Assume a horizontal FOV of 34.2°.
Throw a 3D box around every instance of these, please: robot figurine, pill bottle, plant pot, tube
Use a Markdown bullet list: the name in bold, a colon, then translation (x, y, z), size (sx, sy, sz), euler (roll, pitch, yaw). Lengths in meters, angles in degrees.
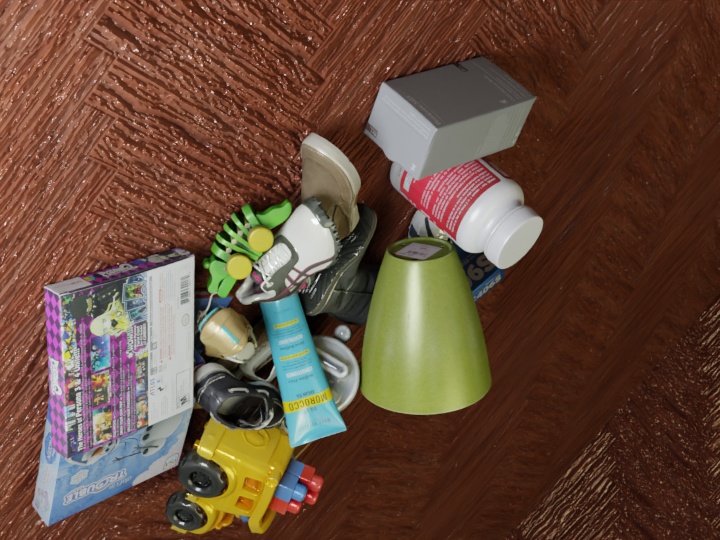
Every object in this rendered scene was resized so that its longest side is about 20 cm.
- **robot figurine**: translation (-0.058, 0.151, 1.660), size (0.170, 0.113, 0.200), euler (-56, 178, -8)
- **pill bottle**: translation (0.141, -0.097, 1.546), size (0.112, 0.200, 0.113), euler (-34, 151, -22)
- **plant pot**: translation (0.086, 0.064, 1.605), size (0.186, 0.186, 0.202), euler (-23, 120, -39)
- **tube**: translation (-0.081, 0.128, 1.534), size (0.077, 0.201, 0.050), euler (-16, -169, 0)

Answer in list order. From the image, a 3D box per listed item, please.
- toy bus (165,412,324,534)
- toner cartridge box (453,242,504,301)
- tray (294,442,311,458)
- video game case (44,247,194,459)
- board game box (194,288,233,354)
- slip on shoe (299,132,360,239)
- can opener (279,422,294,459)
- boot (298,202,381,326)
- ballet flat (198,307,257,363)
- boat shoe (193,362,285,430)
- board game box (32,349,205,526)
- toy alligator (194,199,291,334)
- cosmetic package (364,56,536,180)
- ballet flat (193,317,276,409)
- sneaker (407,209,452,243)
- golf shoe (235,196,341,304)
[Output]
- **toy bus**: translation (-0.155, 0.296, 1.629), size (0.136, 0.191, 0.201), euler (-66, -179, -53)
- **toner cartridge box**: translation (0.121, 0.033, 1.819), size (0.200, 0.095, 0.043), euler (-40, 152, -15)
- **tray**: translation (-0.138, 0.286, 1.851), size (0.200, 0.037, 0.099), euler (-47, 154, -3)
- **video game case**: translation (-0.265, 0.090, 1.313), size (0.181, 0.036, 0.201), euler (-20, 123, -43)
- **board game box**: translation (-0.242, 0.106, 1.463), size (0.103, 0.019, 0.201), euler (0, 128, -54)
- **slip on shoe**: translation (-0.045, -0.090, 1.423), size (0.061, 0.076, 0.200), euler (-51, 163, -18)
- **can opener**: translation (-0.129, 0.263, 1.763), size (0.052, 0.067, 0.201), euler (-24, 137, -18)
- **boot**: translation (-0.001, -0.002, 1.616), size (0.182, 0.073, 0.200), euler (-53, 152, 13)
- **ballet flat**: translation (-0.159, 0.089, 1.441), size (0.069, 0.063, 0.200), euler (-50, 176, -4)
- **boat shoe**: translation (-0.145, 0.174, 1.500), size (0.074, 0.060, 0.200), euler (-47, 148, -1)
- **board game box**: translation (-0.298, 0.201, 1.442), size (0.199, 0.043, 0.200), euler (-22, 145, -40)
- **toy alligator**: translation (-0.159, -0.014, 1.386), size (0.054, 0.059, 0.200), euler (36, 101, -19)
- **cosmetic package**: translation (0.114, -0.195, 1.477), size (0.199, 0.107, 0.091), euler (-22, 145, -44)
- **ballet flat**: translation (-0.155, 0.134, 1.571), size (0.200, 0.072, 0.068), euler (-39, 153, -15)
- **sneaker**: translation (0.123, -0.013, 1.716), size (0.079, 0.130, 0.200), euler (-5, 132, -56)
- **golf shoe**: translation (-0.086, -0.012, 1.415), size (0.088, 0.077, 0.200), euler (-29, 166, -32)
